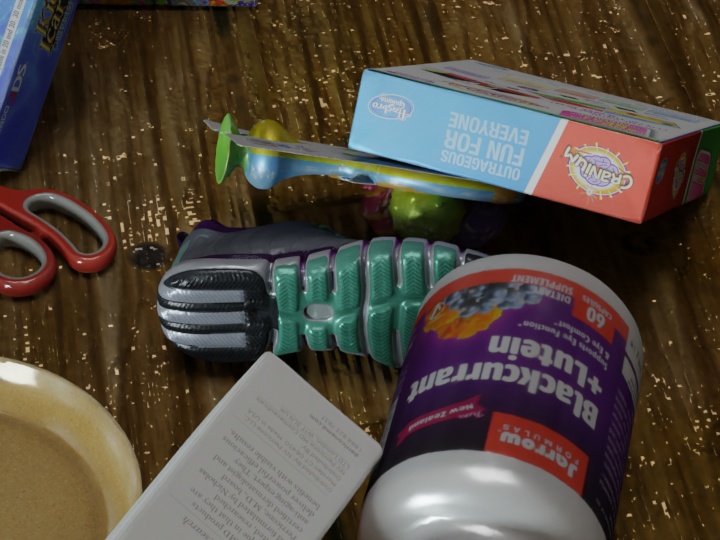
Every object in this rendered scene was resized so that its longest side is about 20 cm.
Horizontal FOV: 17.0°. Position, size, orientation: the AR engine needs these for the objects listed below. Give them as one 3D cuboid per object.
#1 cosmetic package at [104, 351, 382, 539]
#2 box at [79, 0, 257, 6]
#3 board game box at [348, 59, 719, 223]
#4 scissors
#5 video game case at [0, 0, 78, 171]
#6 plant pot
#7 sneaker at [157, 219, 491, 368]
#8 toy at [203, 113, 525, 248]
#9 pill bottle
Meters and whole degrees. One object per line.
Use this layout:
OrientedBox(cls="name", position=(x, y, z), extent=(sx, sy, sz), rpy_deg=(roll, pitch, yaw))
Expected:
OrientedBox(cls="cosmetic package", position=(-0.082, 0.138, 1.015), extent=(0.071, 0.101, 0.200), rpy_deg=(40, 50, -1))
OrientedBox(cls="box", position=(-0.154, -0.267, 1.463), extent=(0.191, 0.122, 0.201), rpy_deg=(1, 41, 0))
OrientedBox(cls="board game box", position=(0.095, -0.070, 1.234), extent=(0.152, 0.041, 0.200), rpy_deg=(15, 10, 16))
OrientedBox(cls="scissors", position=(-0.212, -0.045, 1.298), extent=(0.073, 0.014, 0.200), rpy_deg=(-33, 51, -29))
OrientedBox(cls="video game case", position=(-0.235, -0.180, 1.318), extent=(0.181, 0.201, 0.045), rpy_deg=(24, 9, 25))
OrientedBox(cls="plant pot", position=(-0.199, 0.116, 1.107), extent=(0.199, 0.028, 0.201), rpy_deg=(1, 41, -1))
OrientedBox(cls="sneaker", position=(0.000, 0.000, 1.211), extent=(0.199, 0.075, 0.088), rpy_deg=(4, 31, -1))
OrientedBox(cls="toy", position=(0.020, -0.038, 1.238), extent=(0.199, 0.047, 0.115), rpy_deg=(12, 6, -14))
OrientedBox(cls="pill bottle", position=(0.060, 0.096, 1.072), extent=(0.111, 0.112, 0.201), rpy_deg=(9, 42, 8))
